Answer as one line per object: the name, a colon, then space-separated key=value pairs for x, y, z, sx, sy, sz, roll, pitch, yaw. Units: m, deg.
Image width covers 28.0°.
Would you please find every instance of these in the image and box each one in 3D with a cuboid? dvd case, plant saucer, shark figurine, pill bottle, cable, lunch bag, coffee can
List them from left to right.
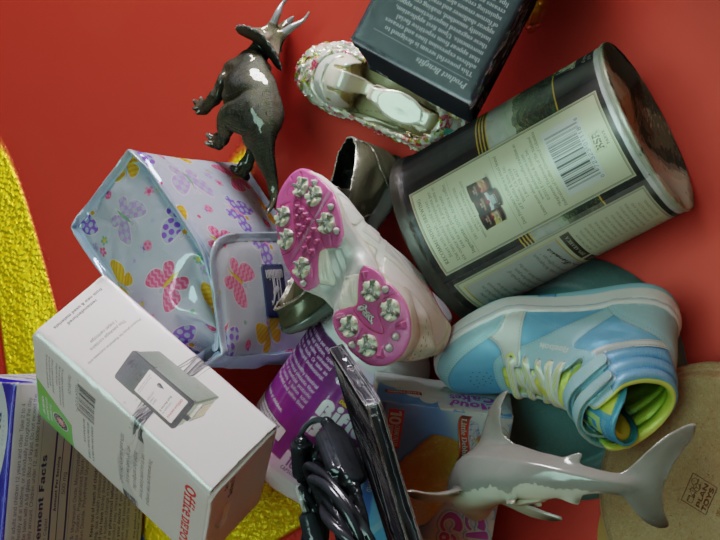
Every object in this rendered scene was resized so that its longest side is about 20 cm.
lunch bag: x=-0.127 y=-0.001 z=1.281 sx=0.127 sy=0.169 sz=0.201 roll=-45 pitch=66 yaw=24
cable: x=-0.024 y=0.222 z=1.120 sx=0.201 sy=0.050 sz=0.165 roll=-119 pitch=34 yaw=-56
pill bottle: x=-0.010 y=0.096 z=1.242 sx=0.112 sy=0.112 sz=0.201 roll=41 pitch=106 yaw=24
dvd case: x=0.023 y=0.166 z=1.060 sx=0.016 sy=0.149 sz=0.202 roll=-18 pitch=105 yaw=-7
shark figurine: x=0.121 y=0.131 z=1.031 sx=0.213 sy=0.127 sz=0.091 roll=-14 pitch=64 yaw=48
coffee can: x=0.144 y=-0.068 z=1.152 sx=0.199 sy=0.146 sz=0.148 roll=-28 pitch=74 yaw=23
plant saucer: x=0.169 y=0.089 z=1.190 sx=0.198 sy=0.036 sz=0.203 roll=-2 pitch=85 yaw=28

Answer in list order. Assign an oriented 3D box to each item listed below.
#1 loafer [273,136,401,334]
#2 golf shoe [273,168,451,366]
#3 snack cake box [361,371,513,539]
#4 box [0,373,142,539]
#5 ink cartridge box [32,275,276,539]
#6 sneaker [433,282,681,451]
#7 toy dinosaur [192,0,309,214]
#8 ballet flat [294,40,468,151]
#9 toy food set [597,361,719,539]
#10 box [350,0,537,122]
loafer: x=-0.029 y=-0.034 z=1.235 sx=0.075 sy=0.070 sz=0.201 roll=-22 pitch=34 yaw=51
golf shoe: x=0.000 y=0.000 z=1.152 sx=0.075 sy=0.091 sz=0.201 roll=-49 pitch=54 yaw=25
snack cake box: x=0.053 y=0.193 z=1.178 sx=0.113 sy=0.067 sz=0.203 roll=8 pitch=105 yaw=-1
box: x=-0.296 y=0.190 z=1.340 sx=0.104 sy=0.199 sz=0.187 roll=4 pitch=88 yaw=29
ink cartridge box: x=-0.172 y=0.125 z=1.194 sx=0.199 sy=0.084 sz=0.146 roll=39 pitch=149 yaw=15
sneaker: x=0.148 y=0.083 z=1.095 sx=0.198 sy=0.080 sz=0.131 roll=-14 pitch=39 yaw=16
toy dinosaur: x=-0.101 y=-0.148 z=1.301 sx=0.102 sy=0.076 sz=0.202 roll=130 pitch=147 yaw=-48
ballet flat: x=0.013 y=-0.159 z=1.276 sx=0.198 sy=0.064 sz=0.077 roll=24 pitch=99 yaw=28
toy food set: x=0.266 y=0.170 z=1.083 sx=0.196 sy=0.048 sz=0.203 roll=8 pitch=87 yaw=44
box: x=0.089 y=-0.235 z=1.140 sx=0.106 sy=0.148 sz=0.202 roll=28 pitch=94 yaw=4
